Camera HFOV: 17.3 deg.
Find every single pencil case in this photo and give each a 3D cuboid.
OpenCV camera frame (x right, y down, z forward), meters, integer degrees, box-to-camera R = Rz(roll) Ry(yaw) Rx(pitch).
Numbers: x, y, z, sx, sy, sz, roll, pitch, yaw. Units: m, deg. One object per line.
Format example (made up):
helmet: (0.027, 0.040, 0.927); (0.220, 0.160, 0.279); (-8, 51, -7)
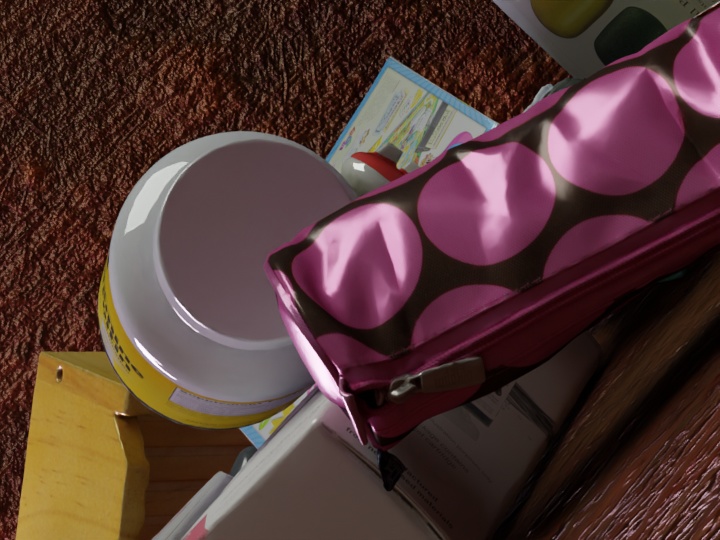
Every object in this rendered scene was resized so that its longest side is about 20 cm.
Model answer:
pencil case: (0.070, -0.012, 0.820); (0.200, 0.091, 0.094); (-31, 17, 3)

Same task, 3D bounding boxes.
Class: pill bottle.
pill bottle: (-0.053, 0.004, 1.007); (0.112, 0.112, 0.200); (-47, -1, -13)

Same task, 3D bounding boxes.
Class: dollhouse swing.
dollhouse swing: (-0.103, 0.159, 1.385); (0.182, 0.175, 0.201); (13, 96, 59)

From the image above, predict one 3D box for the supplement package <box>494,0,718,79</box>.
supplement package: (0.191, -0.184, 1.280); (0.151, 0.152, 0.200); (-48, 1, -19)

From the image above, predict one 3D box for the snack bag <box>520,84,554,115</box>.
snack bag: (0.058, 0.003, 1.345); (0.200, 0.021, 0.189); (-48, -28, -51)

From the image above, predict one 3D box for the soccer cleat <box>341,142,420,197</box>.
soccer cleat: (0.029, 0.018, 1.078); (0.085, 0.069, 0.200); (-46, -34, -7)

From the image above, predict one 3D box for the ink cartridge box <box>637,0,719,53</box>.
ink cartridge box: (0.130, -0.067, 1.026); (0.162, 0.057, 0.200); (-33, 0, 22)

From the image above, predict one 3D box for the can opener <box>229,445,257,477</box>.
can opener: (-0.029, 0.070, 1.261); (0.053, 0.067, 0.201); (-11, 65, 43)

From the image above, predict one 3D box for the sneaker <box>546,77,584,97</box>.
sneaker: (0.089, -0.020, 1.270); (0.200, 0.085, 0.074); (-53, -1, 21)

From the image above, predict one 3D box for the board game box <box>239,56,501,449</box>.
board game box: (0.000, 0.000, 1.196); (0.200, 0.034, 0.134); (-58, 29, 5)

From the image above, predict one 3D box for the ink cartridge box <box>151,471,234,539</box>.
ink cartridge box: (-0.117, 0.211, 1.151); (0.200, 0.084, 0.144); (-49, 2, -39)

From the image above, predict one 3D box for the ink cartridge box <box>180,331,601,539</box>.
ink cartridge box: (0.003, 0.087, 0.957); (0.146, 0.085, 0.200); (-46, -1, 29)

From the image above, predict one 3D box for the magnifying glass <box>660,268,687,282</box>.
magnifying glass: (0.102, -0.002, 1.055); (0.200, 0.079, 0.023); (73, -153, -81)
